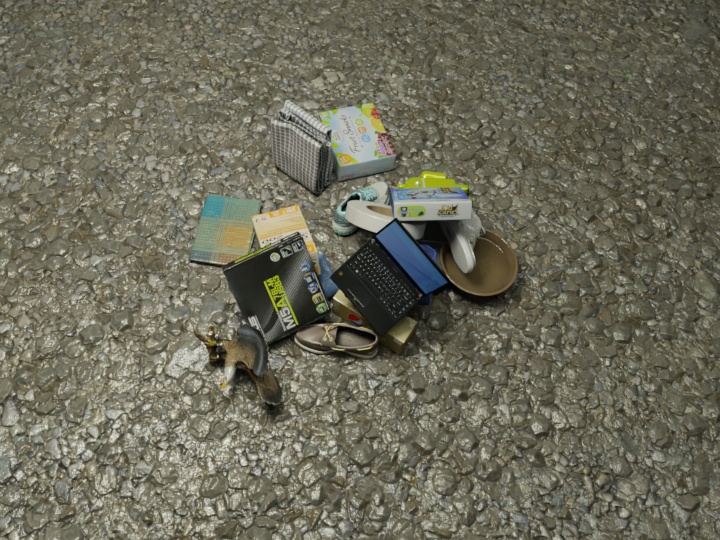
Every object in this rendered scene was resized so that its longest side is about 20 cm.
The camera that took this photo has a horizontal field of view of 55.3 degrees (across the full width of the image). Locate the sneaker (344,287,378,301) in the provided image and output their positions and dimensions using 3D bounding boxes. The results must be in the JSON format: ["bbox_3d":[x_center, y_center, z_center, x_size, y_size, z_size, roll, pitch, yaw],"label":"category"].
[{"bbox_3d":[0.000,0.000,1.593,0.086,0.077,0.202,11,33,-8],"label":"sneaker"}]

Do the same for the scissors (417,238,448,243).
[{"bbox_3d":[0.130,-0.073,1.640,0.195,0.073,0.014,9,96,-15],"label":"scissors"}]

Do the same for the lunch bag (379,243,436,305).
[{"bbox_3d":[0.109,0.004,1.603,0.129,0.200,0.139,8,99,-6],"label":"lunch bag"}]

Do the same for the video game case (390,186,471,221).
[{"bbox_3d":[0.163,-0.161,1.633,0.177,0.047,0.200,0,17,0],"label":"video game case"}]

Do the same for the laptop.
[{"bbox_3d":[0.059,0.019,1.451,0.200,0.103,0.178,-42,94,7],"label":"laptop"}]

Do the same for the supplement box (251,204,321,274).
[{"bbox_3d":[-0.180,-0.062,1.641,0.123,0.075,0.201,-15,42,-11],"label":"supplement box"}]

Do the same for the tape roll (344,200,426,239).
[{"bbox_3d":[0.060,-0.123,1.646,0.198,0.038,0.203,13,16,-4],"label":"tape roll"}]

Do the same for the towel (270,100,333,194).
[{"bbox_3d":[-0.151,-0.308,1.763,0.164,0.202,0.086,36,61,18],"label":"towel"}]

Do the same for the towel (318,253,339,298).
[{"bbox_3d":[-0.151,0.039,1.633,0.196,0.049,0.113,-20,63,-18],"label":"towel"}]

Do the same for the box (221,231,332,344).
[{"bbox_3d":[-0.184,0.043,1.534,0.190,0.203,0.047,-25,20,-11],"label":"box"}]

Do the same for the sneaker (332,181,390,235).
[{"bbox_3d":[0.010,-0.173,1.760,0.077,0.087,0.200,35,60,20],"label":"sneaker"}]

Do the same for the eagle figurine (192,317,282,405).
[{"bbox_3d":[-0.248,0.191,1.474,0.196,0.151,0.155,12,92,21],"label":"eagle figurine"}]

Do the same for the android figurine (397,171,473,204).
[{"bbox_3d":[0.194,-0.201,1.808,0.195,0.042,0.184,5,39,-4],"label":"android figurine"}]

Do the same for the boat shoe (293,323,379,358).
[{"bbox_3d":[-0.054,0.152,1.564,0.195,0.060,0.073,10,59,1],"label":"boat shoe"}]

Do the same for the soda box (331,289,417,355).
[{"bbox_3d":[0.030,0.107,1.601,0.198,0.064,0.068,32,60,13],"label":"soda box"}]

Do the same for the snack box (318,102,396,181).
[{"bbox_3d":[-0.013,-0.354,1.886,0.165,0.068,0.203,-12,59,-14],"label":"snack box"}]

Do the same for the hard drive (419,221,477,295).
[{"bbox_3d":[0.179,-0.049,1.734,0.138,0.033,0.201,-30,65,-22],"label":"hard drive"}]

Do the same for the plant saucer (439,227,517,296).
[{"bbox_3d":[0.288,-0.019,1.691,0.195,0.030,0.204,3,57,-4],"label":"plant saucer"}]

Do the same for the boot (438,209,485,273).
[{"bbox_3d":[0.263,-0.084,1.664,0.093,0.074,0.203,-9,53,-12],"label":"boot"}]

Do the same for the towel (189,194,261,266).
[{"bbox_3d":[-0.335,-0.098,1.717,0.143,0.022,0.204,8,59,0],"label":"towel"}]
